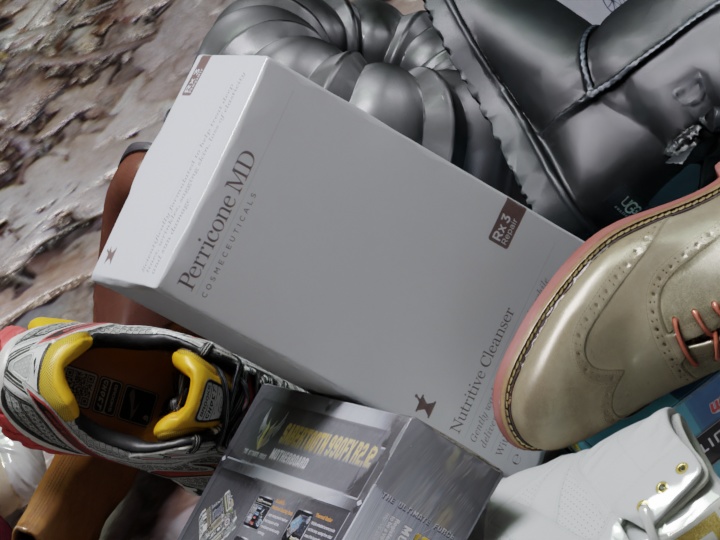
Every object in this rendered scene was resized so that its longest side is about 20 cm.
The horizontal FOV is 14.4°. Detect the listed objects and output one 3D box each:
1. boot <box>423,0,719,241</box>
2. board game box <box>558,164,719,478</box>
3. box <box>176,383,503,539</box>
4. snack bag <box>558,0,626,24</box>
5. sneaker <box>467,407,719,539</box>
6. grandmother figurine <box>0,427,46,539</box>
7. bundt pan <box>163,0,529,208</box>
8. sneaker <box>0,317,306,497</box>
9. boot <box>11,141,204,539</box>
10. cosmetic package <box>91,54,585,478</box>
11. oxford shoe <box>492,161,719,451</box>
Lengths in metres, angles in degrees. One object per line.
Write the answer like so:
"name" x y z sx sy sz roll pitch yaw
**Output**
"boot" 0.128 -0.114 1.327 0.162 0.073 0.199 -35 58 14
"board game box" 0.137 0.021 1.296 0.151 0.047 0.200 -37 28 -5
"box" -0.031 0.132 1.193 0.159 0.048 0.200 -60 18 -9
"snack bag" 0.128 -0.159 1.437 0.021 0.201 0.188 -29 26 -17
"sneaker" 0.098 0.123 1.097 0.115 0.074 0.200 -28 27 18
"grandmother figurine" -0.219 0.155 1.450 0.121 0.061 0.200 1 45 35
"bundt pan" 0.005 -0.087 1.456 0.201 0.076 0.202 14 21 -5
"sneaker" -0.072 0.069 1.313 0.082 0.199 0.078 -8 74 65
"boot" -0.131 0.059 1.391 0.068 0.189 0.200 22 45 8
"cosmetic package" 0.000 0.000 1.220 0.081 0.199 0.113 11 76 62
"oxford shoe" 0.142 0.010 1.184 0.200 0.071 0.075 -40 33 -9
